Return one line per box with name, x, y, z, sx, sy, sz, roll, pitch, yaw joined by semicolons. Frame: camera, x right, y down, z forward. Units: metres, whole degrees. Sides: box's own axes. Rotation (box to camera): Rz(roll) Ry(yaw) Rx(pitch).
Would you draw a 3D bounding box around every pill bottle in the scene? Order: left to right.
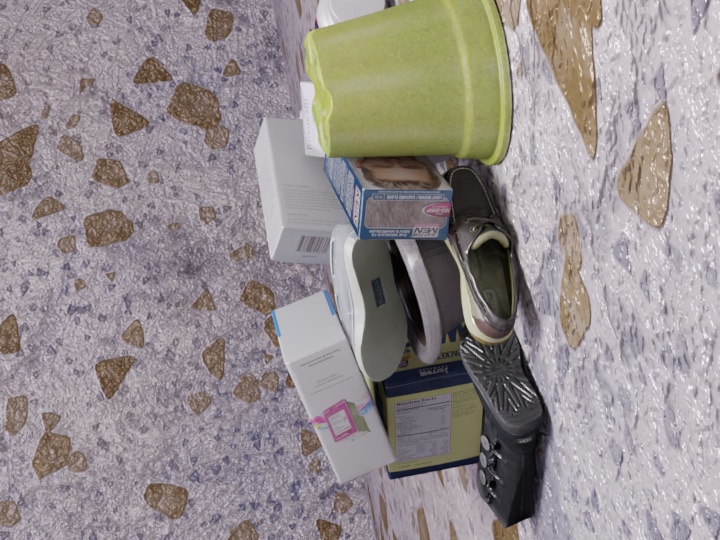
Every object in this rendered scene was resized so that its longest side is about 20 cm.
pill bottle;-0.015;-0.377;1.527;0.200;0.110;0.112;136;123;-81

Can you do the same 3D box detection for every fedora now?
fedora;0.090;0.010;1.166;0.201;0.090;0.178;83;168;-59

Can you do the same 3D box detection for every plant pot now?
plant pot;0.041;-0.197;1.046;0.200;0.182;0.202;170;90;-82

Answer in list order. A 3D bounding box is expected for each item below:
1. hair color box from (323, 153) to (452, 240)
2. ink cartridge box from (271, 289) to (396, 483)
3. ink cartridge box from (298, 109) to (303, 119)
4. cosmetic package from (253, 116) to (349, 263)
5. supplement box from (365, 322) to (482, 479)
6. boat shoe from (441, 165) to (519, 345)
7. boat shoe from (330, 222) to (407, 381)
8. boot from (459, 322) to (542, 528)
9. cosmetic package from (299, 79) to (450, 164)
hair color box;0.026;-0.101;1.105;0.200;0.099;0.061;-116;28;-60
ink cartridge box;-0.035;0.149;1.284;0.145;0.084;0.201;-116;6;-63
ink cartridge box;0.008;-0.171;1.420;0.199;0.084;0.146;5;107;53
cosmetic package;-0.080;-0.110;1.352;0.074;0.101;0.201;116;150;-47
supplement box;0.081;0.142;1.388;0.201;0.133;0.201;-107;10;-46
boat shoe;0.131;-0.025;1.054;0.066;0.071;0.203;128;136;-64
boat shoe;0.005;0.034;1.185;0.071;0.070;0.202;31;136;52
boot;0.158;0.174;1.147;0.201;0.065;0.166;81;176;-46
cosmetic package;0.016;-0.193;1.273;0.199;0.071;0.102;13;114;43
